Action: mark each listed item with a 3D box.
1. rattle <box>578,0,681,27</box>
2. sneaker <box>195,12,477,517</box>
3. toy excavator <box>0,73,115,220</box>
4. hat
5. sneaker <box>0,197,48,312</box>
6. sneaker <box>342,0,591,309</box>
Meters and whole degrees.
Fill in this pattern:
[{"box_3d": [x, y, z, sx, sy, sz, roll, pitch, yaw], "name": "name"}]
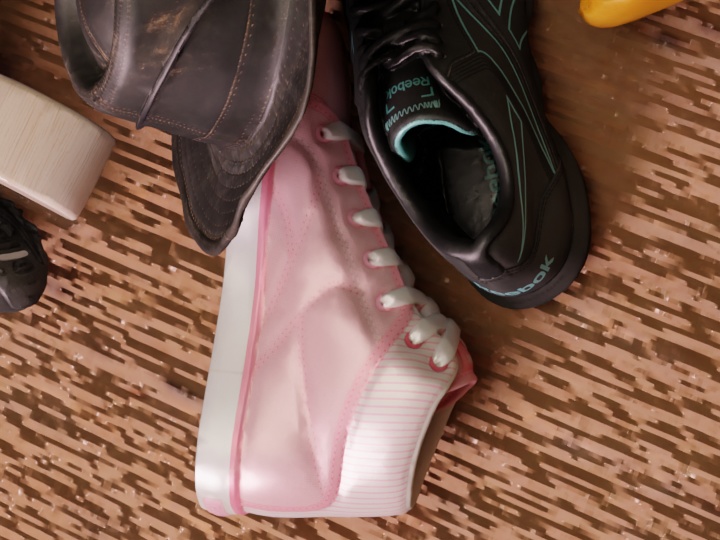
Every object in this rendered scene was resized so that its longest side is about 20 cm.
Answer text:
[{"box_3d": [0.118, -0.191, 0.807, 0.143, 0.130, 0.201, 13, 140, 55], "name": "rattle"}, {"box_3d": [0.000, 0.000, 0.905, 0.104, 0.075, 0.202, 6, 86, 12], "name": "sneaker"}, {"box_3d": [-0.187, -0.076, 0.946, 0.199, 0.194, 0.100, 25, 85, 1], "name": "toy excavator"}, {"box_3d": [-0.068, -0.111, 0.848, 0.080, 0.201, 0.202, 11, 96, -17], "name": "hat"}, {"box_3d": [-0.216, -0.001, 1.011, 0.199, 0.074, 0.080, 9, 103, 31], "name": "sneaker"}, {"box_3d": [0.031, -0.084, 0.884, 0.075, 0.079, 0.201, -27, 77, 23], "name": "sneaker"}]
